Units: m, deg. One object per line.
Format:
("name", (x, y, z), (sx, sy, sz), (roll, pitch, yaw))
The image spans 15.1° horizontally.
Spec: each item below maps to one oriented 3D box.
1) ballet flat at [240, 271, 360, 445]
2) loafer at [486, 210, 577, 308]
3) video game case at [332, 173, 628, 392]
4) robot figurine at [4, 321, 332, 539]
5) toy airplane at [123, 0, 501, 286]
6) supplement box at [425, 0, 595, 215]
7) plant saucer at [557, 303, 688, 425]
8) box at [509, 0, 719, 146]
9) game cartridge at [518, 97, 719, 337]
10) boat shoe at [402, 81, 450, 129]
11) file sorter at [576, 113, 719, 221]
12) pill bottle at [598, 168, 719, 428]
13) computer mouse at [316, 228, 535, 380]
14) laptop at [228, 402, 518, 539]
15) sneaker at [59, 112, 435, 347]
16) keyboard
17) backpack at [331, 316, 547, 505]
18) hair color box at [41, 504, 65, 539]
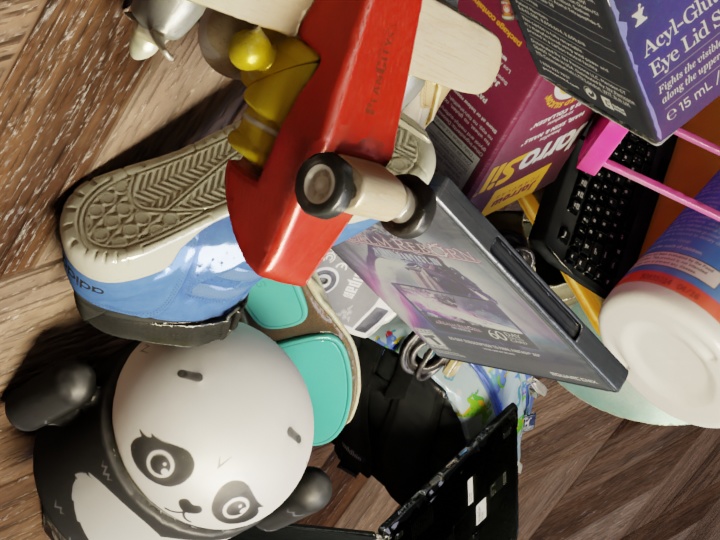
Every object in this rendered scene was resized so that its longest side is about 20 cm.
("ballet flat", (-0.040, 0.018, 1.544), (0.067, 0.062, 0.200), (-7, 137, 7))
("loafer", (0.076, -0.015, 1.709), (0.200, 0.075, 0.070), (3, 156, -39))
("video game case", (0.047, 0.001, 1.526), (0.200, 0.143, 0.019), (44, 67, -40))
("robot figurine", (-0.109, 0.101, 1.522), (0.150, 0.125, 0.200), (-17, 172, -34))
("toy airplane", (-0.020, -0.120, 1.286), (0.199, 0.141, 0.200), (-45, 129, -32))
("supplement box", (0.092, -0.127, 1.551), (0.110, 0.086, 0.200), (-28, 157, -42))
("plant saucer", (0.207, 0.011, 1.825), (0.201, 0.201, 0.039), (-37, 150, -21))
("box", (0.143, -0.192, 1.356), (0.148, 0.104, 0.200), (-40, 133, -14))
("game cartridge", (0.184, -0.077, 1.730), (0.200, 0.176, 0.032), (-32, -178, -32))
("boat shoe", (0.022, -0.108, 1.461), (0.069, 0.074, 0.200), (-31, 159, -18))
("file sorter", (0.233, -0.144, 1.602), (0.139, 0.125, 0.200), (122, -8, -55))
("pill bottle", (0.245, -0.007, 1.660), (0.200, 0.112, 0.112), (-47, 166, -27))
("computer mouse", (0.000, 0.000, 1.618), (0.200, 0.044, 0.110), (18, 118, -33))
("laptop", (0.003, 0.169, 1.785), (0.200, 0.103, 0.177), (-42, 154, -22))
("sneaker", (-0.059, -0.021, 1.424), (0.200, 0.077, 0.111), (-19, 154, -13))
("keyboard", (0.159, -0.088, 1.676), (0.040, 0.104, 0.200), (-22, -136, 56))
("backpack", (0.044, 0.072, 1.823), (0.154, 0.163, 0.200), (-50, 157, -9))
("hair color box", (-0.105, 0.106, 1.695), (0.200, 0.064, 0.111), (-36, 162, -18))
